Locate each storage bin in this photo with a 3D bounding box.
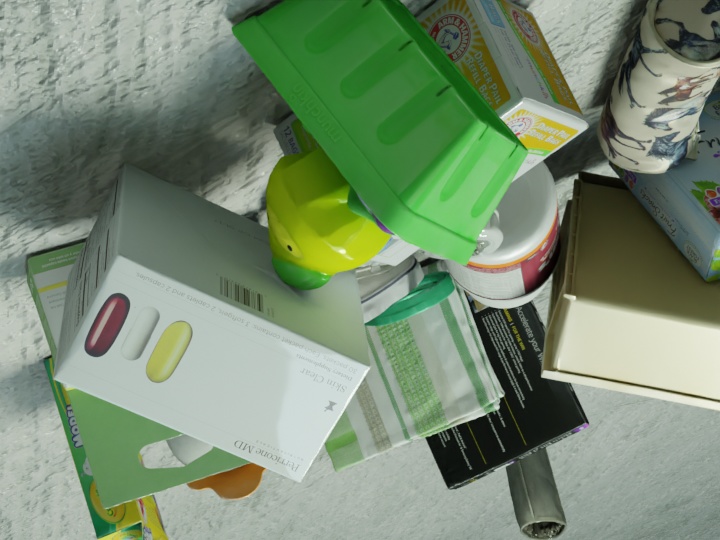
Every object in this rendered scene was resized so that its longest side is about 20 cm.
[{"bbox_3d":[0.273,0.014,1.635,0.198,0.199,0.094,10,129,3],"label":"storage bin"}]

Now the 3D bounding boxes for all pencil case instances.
[{"bbox_3d":[0.256,-0.156,1.507,0.089,0.078,0.200,2,155,-4],"label":"pencil case"}]

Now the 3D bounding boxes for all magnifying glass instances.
[{"bbox_3d":[0.004,0.036,1.700,0.199,0.023,0.079,-18,-169,42],"label":"magnifying glass"}]

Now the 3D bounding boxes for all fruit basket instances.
[{"bbox_3d":[-0.011,-0.074,1.265,0.215,0.217,0.155,-31,158,19],"label":"fruit basket"}]

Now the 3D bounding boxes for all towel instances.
[{"bbox_3d":[0.031,0.092,1.745,0.199,0.150,0.031,-25,170,32],"label":"towel"}]

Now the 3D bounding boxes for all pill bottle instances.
[{"bbox_3d":[0.121,-0.035,1.610,0.109,0.110,0.200,-23,163,1],"label":"pill bottle"}]

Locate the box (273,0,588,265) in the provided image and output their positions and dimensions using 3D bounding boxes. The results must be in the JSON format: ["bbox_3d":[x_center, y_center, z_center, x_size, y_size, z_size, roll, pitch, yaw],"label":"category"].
[{"bbox_3d":[0.051,-0.107,1.373,0.199,0.113,0.101,-35,154,26],"label":"box"}]

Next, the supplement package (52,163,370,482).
[{"bbox_3d":[-0.108,0.037,1.343,0.199,0.156,0.111,24,113,-16],"label":"supplement package"}]

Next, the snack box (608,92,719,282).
[{"bbox_3d":[0.350,-0.085,1.639,0.199,0.169,0.068,-12,136,-24],"label":"snack box"}]

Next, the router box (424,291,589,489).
[{"bbox_3d":[0.112,0.090,1.767,0.148,0.201,0.051,-25,171,7],"label":"router box"}]

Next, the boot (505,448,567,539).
[{"bbox_3d":[0.203,0.218,2.163,0.072,0.201,0.182,-30,158,19],"label":"boot"}]

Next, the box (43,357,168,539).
[{"bbox_3d":[-0.222,0.178,1.644,0.048,0.201,0.117,-23,158,-1],"label":"box"}]

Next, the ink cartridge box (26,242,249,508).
[{"bbox_3d":[-0.165,0.068,1.444,0.145,0.201,0.048,-16,160,-17],"label":"ink cartridge box"}]

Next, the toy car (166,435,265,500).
[{"bbox_3d":[-0.110,0.098,1.563,0.176,0.201,0.185,-17,159,-6],"label":"toy car"}]

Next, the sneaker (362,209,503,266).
[{"bbox_3d":[0.022,-0.060,1.505,0.198,0.100,0.078,0,158,15],"label":"sneaker"}]

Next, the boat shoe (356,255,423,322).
[{"bbox_3d":[0.000,0.000,1.627,0.070,0.070,0.200,-19,-174,23],"label":"boat shoe"}]
